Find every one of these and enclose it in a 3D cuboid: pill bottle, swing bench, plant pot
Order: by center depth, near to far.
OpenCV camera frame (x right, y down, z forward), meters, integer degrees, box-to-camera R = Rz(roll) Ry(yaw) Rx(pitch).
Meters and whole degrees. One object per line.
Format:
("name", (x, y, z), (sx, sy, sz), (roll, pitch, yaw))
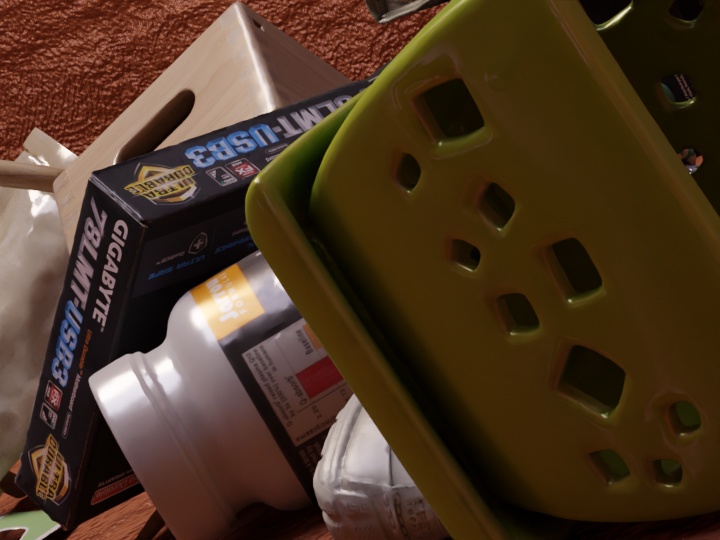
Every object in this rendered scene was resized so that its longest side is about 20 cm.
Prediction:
("plant pot", (0.088, -0.020, 0.956), (0.181, 0.199, 0.200), (-32, 5, 38))
("pill bottle", (-0.018, 0.040, 1.243), (0.199, 0.117, 0.116), (-30, 7, -3))
("swing bench", (-0.212, 0.029, 1.665), (0.199, 0.130, 0.200), (-53, -1, -4))

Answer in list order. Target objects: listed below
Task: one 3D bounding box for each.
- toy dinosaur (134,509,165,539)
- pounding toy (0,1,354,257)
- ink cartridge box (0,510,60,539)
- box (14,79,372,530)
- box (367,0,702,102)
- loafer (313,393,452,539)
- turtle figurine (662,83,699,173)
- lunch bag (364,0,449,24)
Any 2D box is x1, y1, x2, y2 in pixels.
("toy dinosaur", (-0.053, 0.065, 1.358), (0.106, 0.060, 0.200), (17, -72, -51))
("pounding toy", (-0.086, -0.038, 1.502), (0.200, 0.184, 0.142), (-42, 39, 19))
("ink cartridge box", (-0.272, 0.178, 1.533), (0.199, 0.048, 0.145), (-2, 10, 17))
("box", (-0.073, 0.015, 1.362), (0.200, 0.050, 0.199), (-23, -39, -44))
("box", (0.129, -0.121, 1.655), (0.199, 0.125, 0.149), (-25, 8, 24))
("loafer", (0.037, 0.041, 1.106), (0.069, 0.070, 0.200), (-8, 40, 22))
("turtle figurine", (0.118, -0.046, 1.392), (0.200, 0.101, 0.150), (-31, 5, 44))
("lunch bag", (0.100, -0.245, 1.619), (0.199, 0.118, 0.164), (-15, 16, 41))
